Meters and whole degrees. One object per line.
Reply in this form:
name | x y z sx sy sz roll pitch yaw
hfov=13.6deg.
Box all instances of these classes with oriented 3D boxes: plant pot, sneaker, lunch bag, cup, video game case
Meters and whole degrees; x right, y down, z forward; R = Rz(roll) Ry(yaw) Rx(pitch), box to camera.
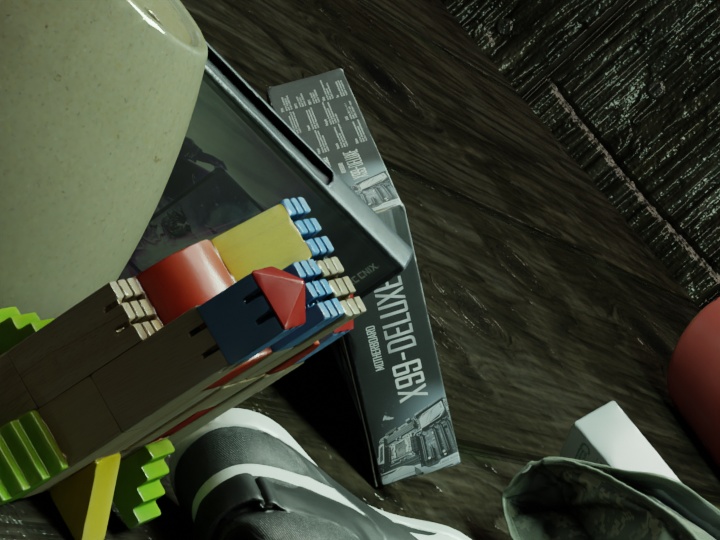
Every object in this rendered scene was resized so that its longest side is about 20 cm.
plant pot | 0.375 0.116 2.652 0.200 0.201 0.177 37 5 -46
sneaker | 0.003 0.148 1.281 0.200 0.073 0.112 34 19 -25
lunch bag | 0.177 0.193 1.694 0.164 0.118 0.200 40 7 -46
cup | -0.149 -0.080 1.273 0.200 0.143 0.200 46 11 -11
video game case | -0.092 -0.041 1.396 0.200 0.143 0.019 44 39 -15

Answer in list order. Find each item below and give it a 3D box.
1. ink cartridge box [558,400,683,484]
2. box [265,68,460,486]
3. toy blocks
ink cartridge box | 0.191 0.184 1.856 0.200 0.039 0.100 53 -29 21
box | 0.000 0.000 1.654 0.200 0.049 0.159 -111 -173 -63
toy blocks | -0.063 0.025 1.185 0.100 0.136 0.200 59 17 6
